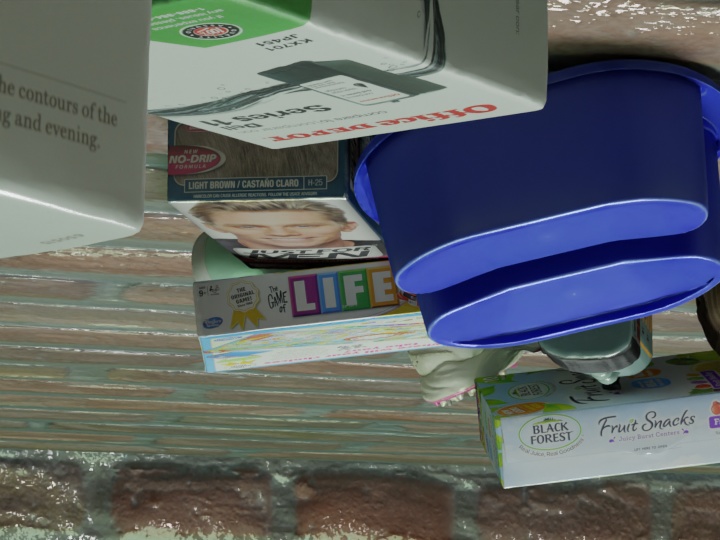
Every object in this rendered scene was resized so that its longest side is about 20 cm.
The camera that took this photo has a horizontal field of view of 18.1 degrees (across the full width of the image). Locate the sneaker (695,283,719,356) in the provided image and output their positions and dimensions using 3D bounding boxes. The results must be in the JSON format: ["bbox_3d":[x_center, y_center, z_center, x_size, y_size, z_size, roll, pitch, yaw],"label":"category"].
[{"bbox_3d":[0.242,-0.004,1.453,0.070,0.076,0.200,-30,158,-13],"label":"sneaker"}]

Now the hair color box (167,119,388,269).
[{"bbox_3d":[-0.037,-0.047,1.263,0.099,0.061,0.200,-1,169,10],"label":"hair color box"}]

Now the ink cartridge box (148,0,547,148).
[{"bbox_3d":[-0.039,-0.108,0.834,0.146,0.084,0.199,-6,169,37],"label":"ink cartridge box"}]

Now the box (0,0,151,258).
[{"bbox_3d":[-0.192,-0.098,0.645,0.199,0.173,0.198,-6,168,39],"label":"box"}]

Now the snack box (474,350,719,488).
[{"bbox_3d":[0.183,0.097,1.531,0.198,0.054,0.142,-7,-173,-2],"label":"snack box"}]

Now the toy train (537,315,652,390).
[{"bbox_3d":[0.150,0.012,1.424,0.084,0.115,0.200,-1,170,11],"label":"toy train"}]

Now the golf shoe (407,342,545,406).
[{"bbox_3d":[0.114,0.021,1.613,0.199,0.092,0.075,-28,177,19],"label":"golf shoe"}]

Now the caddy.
[{"bbox_3d":[0.096,-0.041,1.149,0.198,0.106,0.142,-13,152,11],"label":"caddy"}]

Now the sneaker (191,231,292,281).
[{"bbox_3d":[0.000,0.000,1.498,0.199,0.075,0.118,8,165,-42],"label":"sneaker"}]

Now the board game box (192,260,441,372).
[{"bbox_3d":[-0.001,0.025,1.375,0.198,0.035,0.135,-6,169,-4],"label":"board game box"}]
